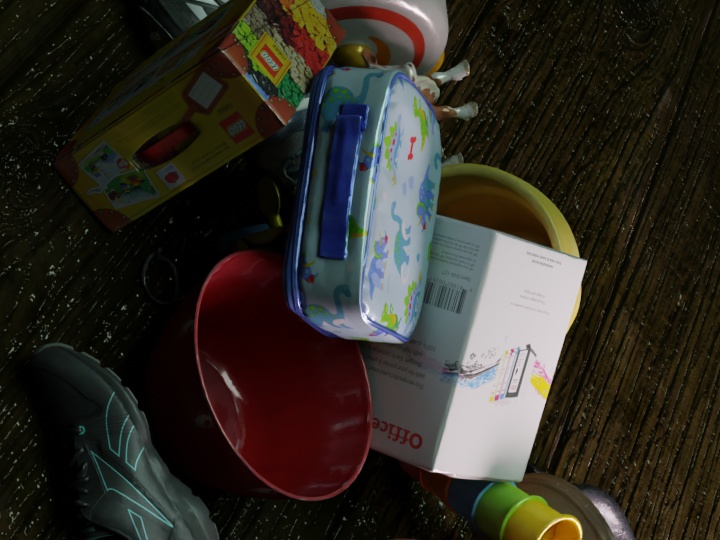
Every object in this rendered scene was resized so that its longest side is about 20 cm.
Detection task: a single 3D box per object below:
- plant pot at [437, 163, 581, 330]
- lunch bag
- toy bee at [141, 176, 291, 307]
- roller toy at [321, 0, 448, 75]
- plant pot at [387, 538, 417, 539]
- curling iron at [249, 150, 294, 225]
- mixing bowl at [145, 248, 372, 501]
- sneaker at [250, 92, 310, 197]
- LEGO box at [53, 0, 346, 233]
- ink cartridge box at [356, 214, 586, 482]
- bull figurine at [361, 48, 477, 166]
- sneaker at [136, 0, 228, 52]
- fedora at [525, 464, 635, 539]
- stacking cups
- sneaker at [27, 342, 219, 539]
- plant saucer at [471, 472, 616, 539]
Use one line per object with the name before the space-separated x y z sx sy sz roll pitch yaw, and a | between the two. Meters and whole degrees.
plant pot | 0.123 0.012 1.637 0.189 0.200 0.202 13 60 -66
lunch bag | 0.002 -0.050 1.335 0.161 0.082 0.201 31 65 -71
toy bee | -0.070 -0.004 1.447 0.131 0.108 0.200 61 35 -11
roller toy | -0.013 -0.243 1.592 0.200 0.181 0.141 88 -3 -61
plant pot | 0.081 0.317 1.408 0.195 0.200 0.202 12 61 -59
curling iron | -0.077 -0.099 1.561 0.049 0.025 0.201 -27 94 -53
mixing bowl | -0.095 0.095 1.354 0.200 0.108 0.201 32 47 -41
sneaker | -0.035 -0.091 1.491 0.087 0.077 0.200 66 14 14
LEGO box | -0.125 -0.136 1.363 0.077 0.199 0.149 49 38 -17
ink cartridge box | 0.071 0.060 1.459 0.144 0.147 0.201 14 93 -51
bull figurine | 0.041 -0.135 1.596 0.121 0.200 0.065 -9 59 -19
sneaker | -0.164 -0.235 1.483 0.200 0.091 0.066 37 -1 -6
fedora | 0.204 0.266 1.670 0.200 0.091 0.202 29 50 -41
stacking cups | 0.103 0.193 1.503 0.060 0.200 0.061 -19 123 -32
sneaker | -0.182 0.143 1.241 0.079 0.075 0.200 -35 89 -34
plant saucer | 0.157 0.278 1.519 0.029 0.200 0.201 -4 73 -36
